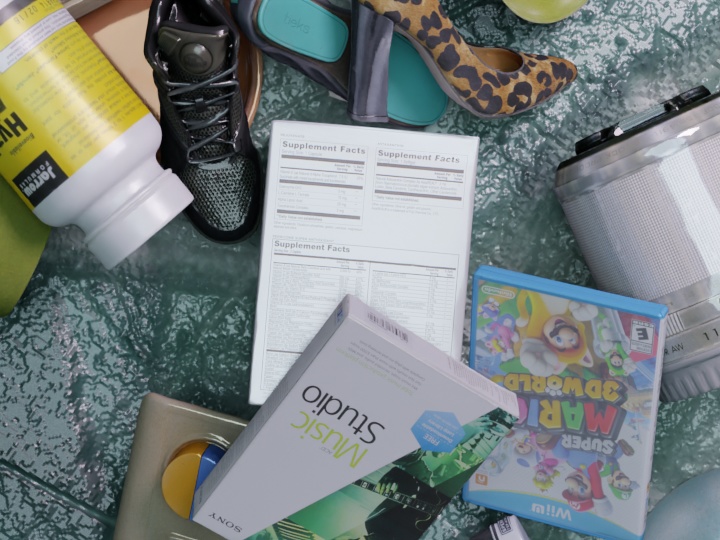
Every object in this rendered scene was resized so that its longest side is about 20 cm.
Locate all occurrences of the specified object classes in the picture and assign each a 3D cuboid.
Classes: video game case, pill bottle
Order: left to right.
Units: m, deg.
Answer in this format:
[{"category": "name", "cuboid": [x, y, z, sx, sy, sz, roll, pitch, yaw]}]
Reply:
[{"category": "pill bottle", "cuboid": [-0.212, -0.102, 1.391, 0.111, 0.111, 0.200, -40, 96, -1]}, {"category": "video game case", "cuboid": [0.146, 0.101, 1.432, 0.142, 0.018, 0.201, 13, 121, 20]}]

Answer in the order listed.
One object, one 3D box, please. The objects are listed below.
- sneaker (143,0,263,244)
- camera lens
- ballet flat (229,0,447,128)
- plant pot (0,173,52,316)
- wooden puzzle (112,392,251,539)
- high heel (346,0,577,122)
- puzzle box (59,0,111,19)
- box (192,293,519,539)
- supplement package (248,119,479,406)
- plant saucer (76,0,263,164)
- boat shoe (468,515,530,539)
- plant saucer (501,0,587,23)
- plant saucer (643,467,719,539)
[{"category": "sneaker", "cuboid": [-0.116, -0.117, 1.417, 0.076, 0.114, 0.201, -8, 92, 0]}, {"category": "camera lens", "cuboid": [0.245, -0.024, 1.436, 0.159, 0.160, 0.201, -24, 90, -1]}, {"category": "ballet flat", "cuboid": [-0.020, -0.166, 1.466, 0.199, 0.073, 0.073, 25, 89, -38]}, {"category": "plant pot", "cuboid": [-0.331, -0.048, 1.428, 0.199, 0.187, 0.188, 26, 89, -17]}, {"category": "wooden puzzle", "cuboid": [-0.091, 0.203, 1.445, 0.199, 0.046, 0.186, 16, 106, 10]}, {"category": "high heel", "cuboid": [0.082, -0.187, 1.442, 0.199, 0.071, 0.143, -8, 115, -26]}, {"category": "puzzle box", "cuboid": [-0.225, -0.290, 1.469, 0.133, 0.025, 0.201, -28, 76, -2]}, {"category": "box", "cuboid": [-0.005, 0.130, 1.355, 0.144, 0.036, 0.200, 31, 115, -15]}, {"category": "supplement package", "cuboid": [0.000, 0.000, 1.433, 0.150, 0.152, 0.201, 5, 90, -2]}, {"category": "plant saucer", "cuboid": [-0.173, -0.152, 1.488, 0.199, 0.037, 0.201, 0, 89, -2]}, {"category": "boat shoe", "cuboid": [0.135, 0.286, 1.475, 0.068, 0.074, 0.200, -30, 97, 7]}, {"category": "plant saucer", "cuboid": [0.135, -0.284, 1.443, 0.031, 0.200, 0.201, 14, 89, 38]}, {"category": "plant saucer", "cuboid": [0.301, 0.250, 1.496, 0.200, 0.039, 0.202, 0, 89, -2]}]
